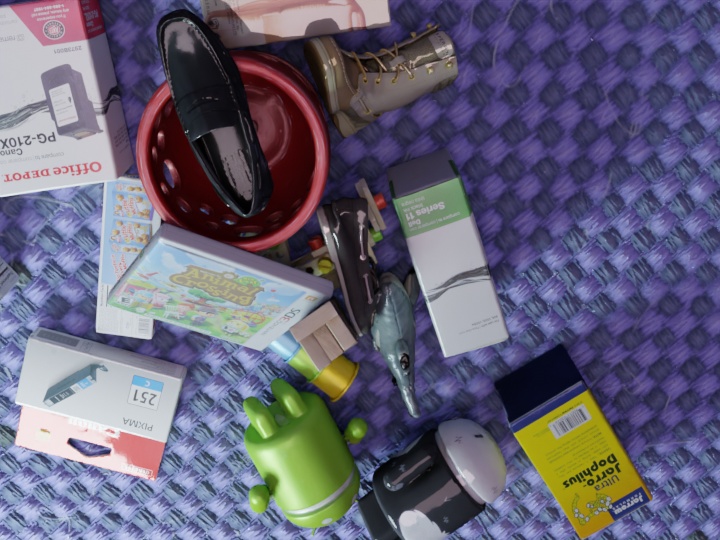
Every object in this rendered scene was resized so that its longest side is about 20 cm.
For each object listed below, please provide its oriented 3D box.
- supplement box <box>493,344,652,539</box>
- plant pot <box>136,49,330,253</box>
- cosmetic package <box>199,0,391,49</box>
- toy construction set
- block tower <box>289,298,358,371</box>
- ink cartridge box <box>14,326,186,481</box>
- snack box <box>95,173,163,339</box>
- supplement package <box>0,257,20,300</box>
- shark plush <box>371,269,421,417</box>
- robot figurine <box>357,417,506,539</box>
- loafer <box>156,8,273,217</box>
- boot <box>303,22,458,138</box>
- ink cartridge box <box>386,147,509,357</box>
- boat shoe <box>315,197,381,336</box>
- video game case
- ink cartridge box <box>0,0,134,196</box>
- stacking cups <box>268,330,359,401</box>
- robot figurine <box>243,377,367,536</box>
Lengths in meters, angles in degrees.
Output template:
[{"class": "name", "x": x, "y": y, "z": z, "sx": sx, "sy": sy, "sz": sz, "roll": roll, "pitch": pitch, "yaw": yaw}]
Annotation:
[{"class": "supplement box", "x": 0.272, "y": 0.220, "z": 1.176, "sx": 0.109, "sy": 0.109, "sz": 0.201, "roll": -31, "pitch": 107, "yaw": 8}, {"class": "plant pot", "x": -0.130, "y": -0.141, "z": 0.995, "sx": 0.196, "sy": 0.183, "sz": 0.204, "roll": -1, "pitch": 110, "yaw": -2}, {"class": "cosmetic package", "x": -0.070, "y": -0.298, "z": 0.986, "sx": 0.196, "sy": 0.104, "sz": 0.089, "roll": -8, "pitch": 110, "yaw": 2}, {"class": "toy construction set", "x": -0.049, "y": -0.034, "z": 1.091, "sx": 0.197, "sy": 0.092, "sz": 0.133, "roll": -21, "pitch": 109, "yaw": 17}, {"class": "block tower", "x": -0.038, "y": 0.070, "z": 1.038, "sx": 0.054, "sy": 0.200, "sz": 0.058, "roll": -35, "pitch": 87, "yaw": 0}, {"class": "ink cartridge box", "x": -0.340, "y": 0.183, "z": 1.175, "sx": 0.197, "sy": 0.045, "sz": 0.179, "roll": 16, "pitch": 107, "yaw": -7}, {"class": "snack box", "x": -0.281, "y": -0.016, "z": 1.117, "sx": 0.071, "sy": 0.024, "sz": 0.203, "roll": 8, "pitch": 109, "yaw": -4}, {"class": "supplement package", "x": -0.519, "y": -0.014, "z": 1.063, "sx": 0.113, "sy": 0.110, "sz": 0.201, "roll": -37, "pitch": 107, "yaw": 11}, {"class": "shark plush", "x": 0.039, "y": 0.094, "z": 1.132, "sx": 0.089, "sy": 0.083, "sz": 0.203, "roll": -5, "pitch": 111, "yaw": -12}, {"class": "robot figurine", "x": 0.093, "y": 0.278, "z": 1.184, "sx": 0.199, "sy": 0.150, "sz": 0.125, "roll": -38, "pitch": 91, "yaw": 10}, {"class": "loafer", "x": -0.136, "y": -0.146, "z": 0.862, "sx": 0.067, "sy": 0.071, "sz": 0.203, "roll": -20, "pitch": 108, "yaw": 7}, {"class": "boot", "x": 0.026, "y": -0.219, "z": 0.977, "sx": 0.153, "sy": 0.200, "sz": 0.073, "roll": -23, "pitch": 78, "yaw": 4}, {"class": "ink cartridge box", "x": 0.100, "y": -0.022, "z": 1.065, "sx": 0.082, "sy": 0.147, "sz": 0.203, "roll": -18, "pitch": 108, "yaw": 5}, {"class": "boat shoe", "x": 0.000, "y": 0.000, "z": 1.025, "sx": 0.056, "sy": 0.067, "sz": 0.202, "roll": -17, "pitch": 136, "yaw": -1}, {"class": "video game case", "x": -0.157, "y": 0.026, "z": 1.004, "sx": 0.198, "sy": 0.022, "sz": 0.182, "roll": 20, "pitch": 147, "yaw": -25}, {"class": "ink cartridge box", "x": -0.350, "y": -0.195, "z": 1.019, "sx": 0.142, "sy": 0.085, "sz": 0.203, "roll": -8, "pitch": 109, "yaw": 1}, {"class": "stacking cups", "x": -0.095, "y": 0.085, "z": 1.140, "sx": 0.199, "sy": 0.061, "sz": 0.061, "roll": 37, "pitch": 104, "yaw": -14}, {"class": "robot figurine", "x": -0.073, "y": 0.239, "z": 1.166, "sx": 0.174, "sy": 0.115, "sz": 0.202, "roll": -32, "pitch": 109, "yaw": -18}]
